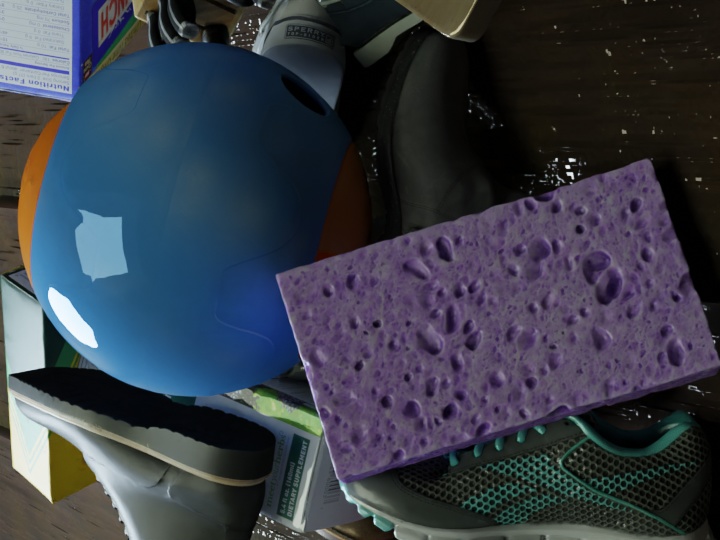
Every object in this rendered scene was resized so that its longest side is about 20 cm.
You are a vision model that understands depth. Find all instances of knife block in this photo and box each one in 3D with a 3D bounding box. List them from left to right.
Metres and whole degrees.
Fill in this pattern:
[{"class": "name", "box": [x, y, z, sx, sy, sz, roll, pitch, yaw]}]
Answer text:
[{"class": "knife block", "box": [-0.112, -0.181, 1.057, 0.200, 0.064, 0.176, -23, 48, 60]}]

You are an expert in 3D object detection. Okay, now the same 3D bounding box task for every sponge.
[{"class": "sponge", "box": [0.067, 0.026, 0.818, 0.030, 0.200, 0.112, 50, -156, -76]}]

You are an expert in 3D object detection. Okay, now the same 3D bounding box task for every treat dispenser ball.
[{"class": "treat dispenser ball", "box": [-0.093, -0.029, 0.928, 0.201, 0.201, 0.201, 34, 132, 49]}]

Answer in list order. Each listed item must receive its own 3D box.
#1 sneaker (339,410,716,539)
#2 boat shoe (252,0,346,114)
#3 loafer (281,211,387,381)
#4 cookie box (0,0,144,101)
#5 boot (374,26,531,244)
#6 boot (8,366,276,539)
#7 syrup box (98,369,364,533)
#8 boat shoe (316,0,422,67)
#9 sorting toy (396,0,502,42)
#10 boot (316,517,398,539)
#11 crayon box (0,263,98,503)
[{"class": "sneaker", "box": [0.090, 0.100, 0.848, 0.078, 0.200, 0.091, -91, 7, -77]}, {"class": "boat shoe", "box": [-0.046, -0.120, 1.061, 0.200, 0.072, 0.066, 104, 176, -64]}, {"class": "loafer", "box": [0.000, 0.000, 1.030, 0.200, 0.070, 0.070, -40, 43, 42]}, {"class": "cookie box", "box": [-0.203, -0.248, 1.163, 0.171, 0.075, 0.200, -69, -11, -55]}, {"class": "boot", "box": [0.076, -0.037, 0.891, 0.132, 0.070, 0.200, 2, 81, 31]}, {"class": "boot", "box": [-0.154, 0.148, 1.057, 0.200, 0.077, 0.138, 18, 108, 32]}, {"class": "syrup box", "box": [-0.085, 0.101, 1.100, 0.200, 0.081, 0.079, 19, 101, 32]}, {"class": "boat shoe", "box": [0.031, -0.176, 0.890, 0.062, 0.075, 0.200, 44, 158, -6]}, {"class": "sorting toy", "box": [0.045, -0.237, 0.773, 0.199, 0.070, 0.200, 41, 112, 34]}, {"class": "boot", "box": [-0.028, 0.112, 1.145, 0.200, 0.074, 0.075, 54, 135, 35]}, {"class": "crayon box", "box": [-0.164, 0.053, 1.204, 0.058, 0.200, 0.173, 30, 130, 37]}]
